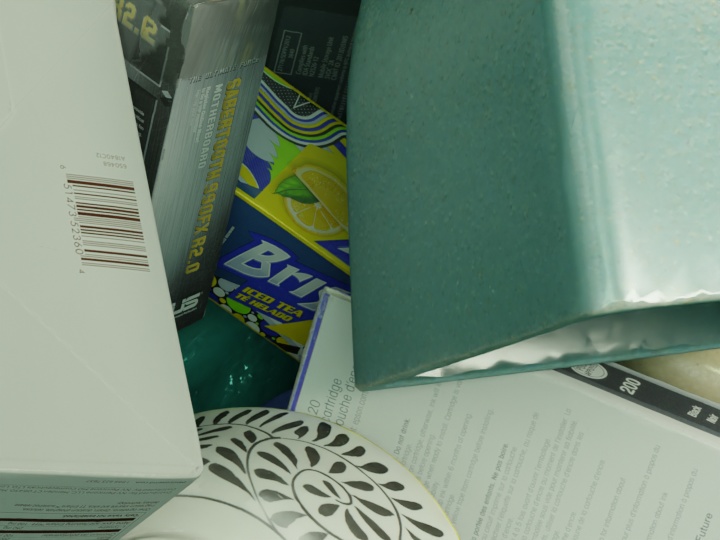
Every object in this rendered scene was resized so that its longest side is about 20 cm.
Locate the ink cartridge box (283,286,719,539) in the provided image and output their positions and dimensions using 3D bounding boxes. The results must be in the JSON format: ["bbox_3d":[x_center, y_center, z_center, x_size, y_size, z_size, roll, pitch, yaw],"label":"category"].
[{"bbox_3d":[0.055,0.123,1.133,0.200,0.043,0.198,22,111,11],"label":"ink cartridge box"}]

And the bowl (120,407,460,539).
[{"bbox_3d":[-0.060,0.144,1.067,0.200,0.094,0.201,-3,79,18],"label":"bowl"}]

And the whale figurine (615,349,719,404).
[{"bbox_3d":[0.173,-0.007,1.244,0.159,0.104,0.200,17,59,11],"label":"whale figurine"}]

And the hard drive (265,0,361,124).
[{"bbox_3d":[-0.034,-0.094,1.193,0.200,0.140,0.033,9,52,-7],"label":"hard drive"}]

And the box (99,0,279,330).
[{"bbox_3d":[-0.127,-0.089,1.119,0.200,0.159,0.048,36,39,29],"label":"box"}]

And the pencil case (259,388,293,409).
[{"bbox_3d":[0.028,0.128,1.210,0.087,0.078,0.200,-39,92,19],"label":"pencil case"}]

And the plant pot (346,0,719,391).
[{"bbox_3d":[0.105,-0.076,1.014,0.196,0.196,0.200,-7,83,-24],"label":"plant pot"}]

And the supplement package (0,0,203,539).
[{"bbox_3d":[-0.179,0.023,1.033,0.147,0.200,0.191,6,61,-35],"label":"supplement package"}]

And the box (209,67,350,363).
[{"bbox_3d":[0.000,0.000,1.173,0.200,0.064,0.070,36,47,-4],"label":"box"}]
